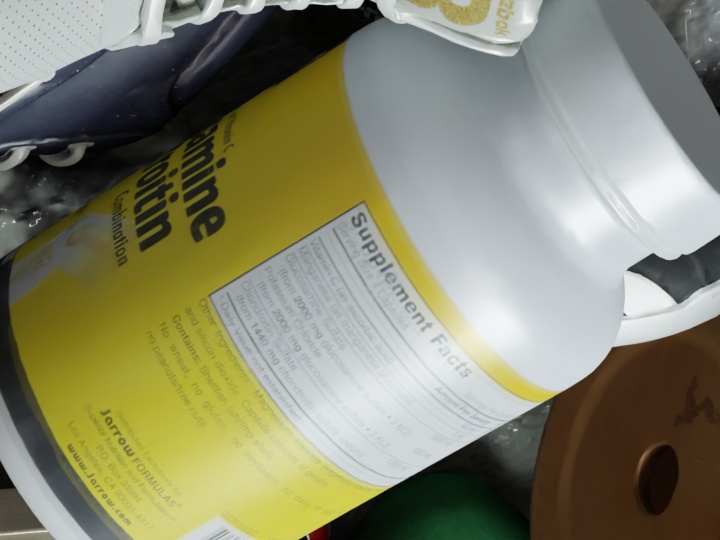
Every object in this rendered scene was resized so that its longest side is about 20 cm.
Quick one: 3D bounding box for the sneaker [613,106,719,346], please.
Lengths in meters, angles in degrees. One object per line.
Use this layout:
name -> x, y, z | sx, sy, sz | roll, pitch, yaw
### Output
sneaker -> 0.052, -0.030, 0.835 | 0.200, 0.073, 0.112 | -18, 140, -7

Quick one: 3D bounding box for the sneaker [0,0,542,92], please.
sneaker -> -0.014, -0.084, 0.634 | 0.200, 0.116, 0.074 | -44, 157, -39

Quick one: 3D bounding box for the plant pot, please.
plant pot -> 0.151, 0.083, 0.919 | 0.140, 0.200, 0.200 | 14, 128, -29

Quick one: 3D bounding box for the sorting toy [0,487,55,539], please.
sorting toy -> -0.183, 0.163, 0.880 | 0.200, 0.070, 0.199 | -3, 138, -24

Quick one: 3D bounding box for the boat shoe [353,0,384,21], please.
boat shoe -> 0.078, -0.129, 0.738 | 0.200, 0.072, 0.068 | -30, 141, 13

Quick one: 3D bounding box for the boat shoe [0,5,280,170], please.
boat shoe -> -0.113, -0.045, 0.736 | 0.200, 0.075, 0.093 | -37, 134, 18

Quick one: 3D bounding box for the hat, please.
hat -> 0.021, 0.081, 0.987 | 0.166, 0.176, 0.200 | -10, 180, -9

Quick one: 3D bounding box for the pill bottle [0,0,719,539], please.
pill bottle -> 0.000, 0.000, 0.738 | 0.200, 0.112, 0.112 | -31, 140, 18
